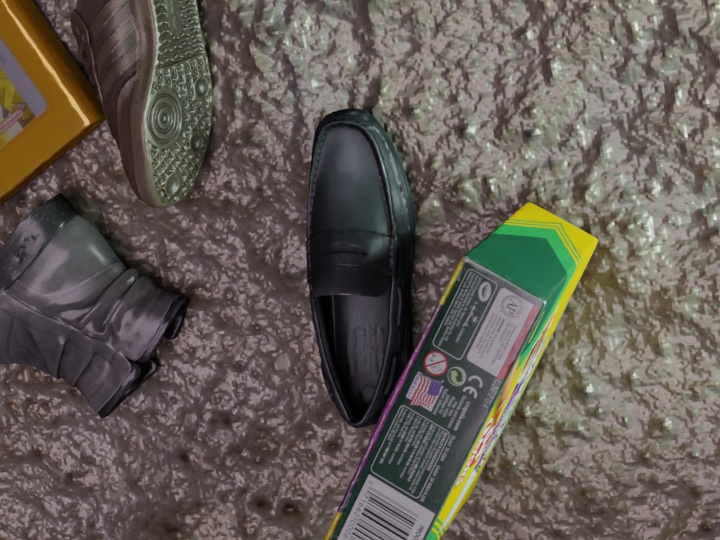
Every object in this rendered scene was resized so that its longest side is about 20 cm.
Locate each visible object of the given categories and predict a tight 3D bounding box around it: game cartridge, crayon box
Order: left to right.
[{"bbox_3d":[-0.291,-0.135,1.092,0.176,0.032,0.201,-35,92,20],"label":"game cartridge"},{"bbox_3d":[0.063,0.072,0.962,0.058,0.172,0.201,29,109,11],"label":"crayon box"}]

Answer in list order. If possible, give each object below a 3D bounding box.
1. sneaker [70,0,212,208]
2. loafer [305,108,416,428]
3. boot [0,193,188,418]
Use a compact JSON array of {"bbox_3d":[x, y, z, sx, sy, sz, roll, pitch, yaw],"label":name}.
[{"bbox_3d":[-0.146,-0.142,1.040,0.075,0.070,0.202,6,102,34],"label":"sneaker"},{"bbox_3d":[0.000,0.000,1.018,0.068,0.070,0.202,-2,102,16],"label":"loafer"},{"bbox_3d":[-0.218,0.058,1.100,0.132,0.070,0.200,43,115,-2],"label":"boot"}]
